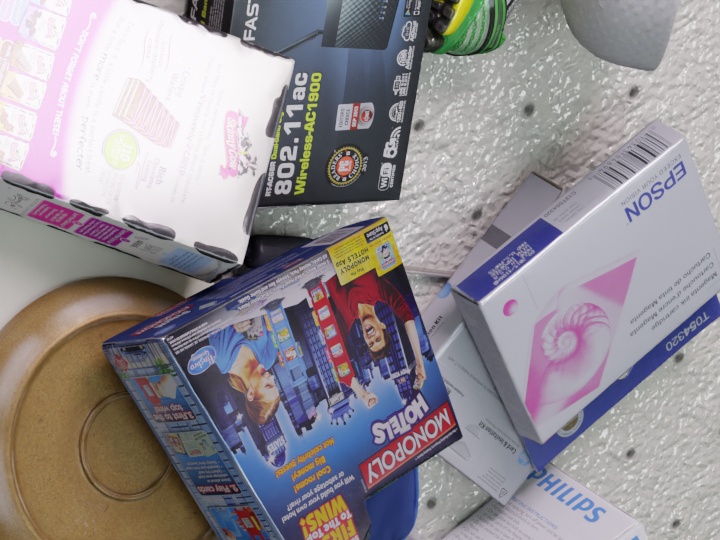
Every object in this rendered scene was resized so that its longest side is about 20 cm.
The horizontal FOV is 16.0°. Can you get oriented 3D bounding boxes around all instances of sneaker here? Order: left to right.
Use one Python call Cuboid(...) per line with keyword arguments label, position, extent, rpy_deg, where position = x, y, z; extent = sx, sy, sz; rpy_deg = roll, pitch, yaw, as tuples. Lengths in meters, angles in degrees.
Cuboid(label="sneaker", position=(0.089, -0.235, 1.682), extent=(0.085, 0.078, 0.201), rpy_deg=(6, 115, -46))

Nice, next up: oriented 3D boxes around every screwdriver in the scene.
Cuboid(label="screwdriver", position=(0.000, 0.000, 1.754), extent=(0.199, 0.028, 0.029), rpy_deg=(13, 74, -40))

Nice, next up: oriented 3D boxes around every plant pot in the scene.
Cuboid(label="plant pot", position=(-0.143, 0.104, 1.529), extent=(0.199, 0.027, 0.201), rpy_deg=(0, 91, -31))

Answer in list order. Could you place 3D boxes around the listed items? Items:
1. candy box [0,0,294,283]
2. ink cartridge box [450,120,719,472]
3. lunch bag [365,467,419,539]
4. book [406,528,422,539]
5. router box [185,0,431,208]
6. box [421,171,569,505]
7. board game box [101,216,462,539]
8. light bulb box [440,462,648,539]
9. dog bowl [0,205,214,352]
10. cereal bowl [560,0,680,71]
Cuboid(label="candy box", position=(-0.152, -0.090, 1.509), extent=(0.199, 0.061, 0.137), rpy_deg=(20, 71, -17))
Cuboid(label="ink cartridge box", position=(0.176, 0.027, 1.824), extent=(0.196, 0.043, 0.200), rpy_deg=(-40, 130, -15))
Cuboid(label="lunch bag", position=(-0.040, 0.112, 1.690), extent=(0.135, 0.132, 0.201), rpy_deg=(-18, 126, -17))
Cuboid(label="book", position=(-0.024, 0.217, 1.767), extent=(0.199, 0.134, 0.048), rpy_deg=(5, 122, -35))
Cuboid(label="router box", position=(-0.036, -0.141, 1.636), extent=(0.149, 0.062, 0.201), rpy_deg=(-5, 113, -32))
Cuboid(label="box", position=(0.114, 0.051, 1.843), extent=(0.200, 0.041, 0.156), rpy_deg=(-54, 133, -3))
Cuboid(label="board game box", position=(-0.035, 0.097, 1.547), extent=(0.200, 0.062, 0.201), rpy_deg=(-28, 104, -41))
Cuboid(label="light bulb box", position=(0.127, 0.287, 1.911), extent=(0.200, 0.125, 0.199), rpy_deg=(-36, 126, -16))
Cuboid(label="dog bowl", position=(-0.187, 0.040, 1.564), extent=(0.199, 0.079, 0.201), rpy_deg=(1, 89, -31))
Cuboid(label="cereal bowl", position=(0.169, -0.233, 1.675), extent=(0.083, 0.200, 0.201), rpy_deg=(8, 110, 0))
